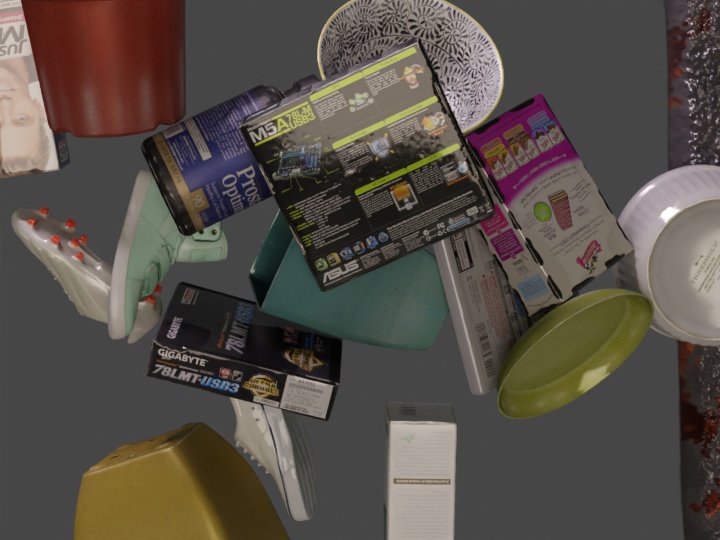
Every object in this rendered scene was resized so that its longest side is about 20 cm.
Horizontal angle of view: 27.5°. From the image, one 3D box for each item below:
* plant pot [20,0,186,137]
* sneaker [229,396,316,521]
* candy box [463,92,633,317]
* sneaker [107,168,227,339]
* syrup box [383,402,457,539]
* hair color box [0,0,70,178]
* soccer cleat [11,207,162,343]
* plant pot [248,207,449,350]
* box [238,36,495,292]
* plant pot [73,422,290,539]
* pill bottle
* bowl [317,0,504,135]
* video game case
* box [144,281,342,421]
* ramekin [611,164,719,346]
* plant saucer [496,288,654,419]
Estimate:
[{"bbox_3d":[-0.264,-0.250,1.535,0.199,0.201,0.197,-3,110,0],"label":"plant pot"},{"bbox_3d":[-0.104,0.193,1.684,0.070,0.073,0.201,-15,95,18],"label":"sneaker"},{"bbox_3d":[0.187,-0.071,1.571,0.136,0.061,0.201,-31,90,-37],"label":"candy box"},{"bbox_3d":[-0.206,-0.010,1.595,0.117,0.074,0.202,14,63,-8],"label":"sneaker"},{"bbox_3d":[0.067,0.258,1.685,0.081,0.079,0.202,1,101,-1],"label":"syrup box"},{"bbox_3d":[-0.386,-0.204,1.600,0.099,0.061,0.202,-8,102,2],"label":"hair color box"},{"bbox_3d":[-0.313,0.007,1.641,0.199,0.069,0.078,36,116,-5],"label":"soccer cleat"},{"bbox_3d":[0.000,0.000,1.609,0.199,0.141,0.142,24,100,-16],"label":"plant pot"},{"bbox_3d":[0.008,-0.104,1.467,0.199,0.048,0.194,-24,103,10],"label":"box"},{"bbox_3d":[-0.206,0.285,1.627,0.193,0.195,0.201,-18,94,14],"label":"plant pot"},{"bbox_3d":[-0.121,-0.126,1.545,0.199,0.112,0.112,-26,100,-5],"label":"pill bottle"},{"bbox_3d":[0.045,-0.193,1.572,0.199,0.094,0.202,6,57,-9],"label":"bowl"},{"bbox_3d":[0.164,0.010,1.613,0.182,0.022,0.201,-23,103,-36],"label":"video game case"},{"bbox_3d":[-0.119,0.084,1.588,0.197,0.200,0.050,16,106,-3],"label":"box"},{"bbox_3d":[0.383,-0.012,1.622,0.198,0.105,0.202,0,101,-1],"label":"ramekin"},{"bbox_3d":[0.223,0.083,1.574,0.200,0.200,0.031,-39,60,6],"label":"plant saucer"}]
